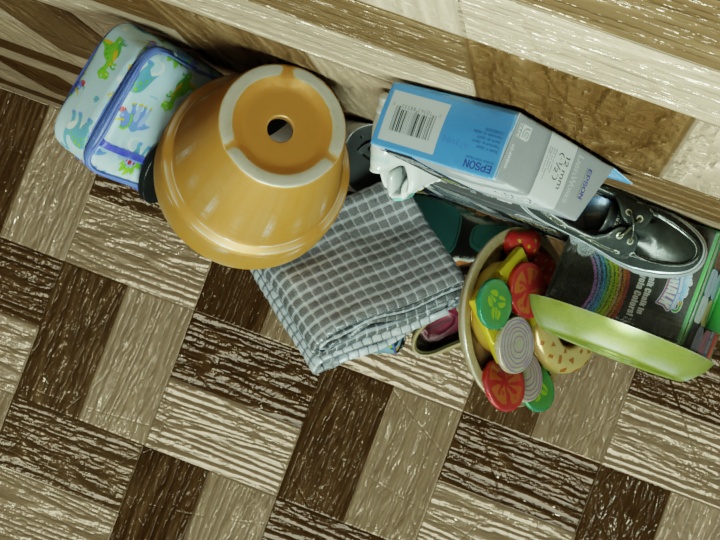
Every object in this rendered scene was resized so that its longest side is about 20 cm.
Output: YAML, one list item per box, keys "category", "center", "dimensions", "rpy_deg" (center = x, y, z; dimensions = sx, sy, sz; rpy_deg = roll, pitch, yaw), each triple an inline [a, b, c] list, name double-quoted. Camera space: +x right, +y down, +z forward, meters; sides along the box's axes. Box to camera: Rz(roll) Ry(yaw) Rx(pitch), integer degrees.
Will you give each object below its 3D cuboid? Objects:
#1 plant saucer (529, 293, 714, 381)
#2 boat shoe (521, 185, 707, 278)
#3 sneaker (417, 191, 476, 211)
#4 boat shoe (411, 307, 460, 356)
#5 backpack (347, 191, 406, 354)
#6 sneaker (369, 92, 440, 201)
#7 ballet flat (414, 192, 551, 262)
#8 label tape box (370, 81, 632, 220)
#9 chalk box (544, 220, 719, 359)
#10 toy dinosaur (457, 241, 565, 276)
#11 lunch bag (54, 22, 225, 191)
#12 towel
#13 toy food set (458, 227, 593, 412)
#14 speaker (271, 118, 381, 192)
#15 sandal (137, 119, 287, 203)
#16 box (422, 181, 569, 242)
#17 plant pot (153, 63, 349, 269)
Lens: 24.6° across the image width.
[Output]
- category: "plant saucer"
  center: [0.261, 0.073, 1.686]
  dimensions: [0.200, 0.031, 0.200]
  rpy_deg: [21, 179, 1]
- category: "boat shoe"
  center: [0.245, -0.046, 1.619]
  dimensions: [0.200, 0.069, 0.057]
  rpy_deg: [22, 178, 6]
- category: "sneaker"
  center: [0.092, -0.090, 1.989]
  dimensions: [0.090, 0.075, 0.200]
  rpy_deg: [15, 177, 10]
- category: "boat shoe"
  center: [0.138, 0.046, 1.944]
  dimensions: [0.074, 0.200, 0.066]
  rpy_deg: [43, -142, -13]
- category: "backpack"
  center: [-0.018, 0.010, 1.944]
  dimensions: [0.134, 0.200, 0.183]
  rpy_deg: [-15, 178, 3]
- category: "sneaker"
  center: [0.057, -0.105, 1.595]
  dimensions: [0.075, 0.089, 0.200]
  rpy_deg: [18, 178, 30]
- category: "ballet flat"
  center: [0.121, -0.033, 1.877]
  dimensions: [0.200, 0.072, 0.072]
  rpy_deg: [18, 178, 14]
- category: "label tape box"
  center: [0.127, -0.095, 1.456]
  dimensions: [0.143, 0.066, 0.200]
  rpy_deg: [19, 177, 40]
- category: "chalk box"
  center: [0.317, 0.014, 1.705]
  dimensions: [0.200, 0.125, 0.124]
  rpy_deg: [21, 179, 27]
- category: "toy dinosaur"
  center: [0.175, -0.020, 1.947]
  dimensions: [0.200, 0.105, 0.182]
  rpy_deg: [3, 147, -24]
- category: "lunch bag"
  center: [-0.224, -0.163, 1.774]
  dimensions: [0.082, 0.161, 0.200]
  rpy_deg: [37, -173, 29]
- category: "towel"
  center: [0.000, 0.000, 1.765]
  dimensions: [0.166, 0.200, 0.086]
  rpy_deg: [55, 159, 33]
- category: "toy food set"
  center: [0.175, 0.054, 1.767]
  dimensions: [0.049, 0.198, 0.200]
  rpy_deg: [2, 127, 42]
- category: "speaker"
  center: [-0.040, -0.139, 1.891]
  dimensions: [0.081, 0.081, 0.200]
  rpy_deg: [21, 178, -35]
- category: "sandal"
  center: [-0.149, -0.132, 1.767]
  dimensions: [0.045, 0.200, 0.075]
  rpy_deg: [47, 160, 33]
- category: "box"
  center: [0.142, -0.089, 1.768]
  dimensions: [0.200, 0.050, 0.158]
  rpy_deg: [21, 180, 20]
- category: "plant pot"
  center: [-0.096, -0.119, 1.649]
  dimensions: [0.200, 0.200, 0.183]
  rpy_deg: [21, 163, -9]
